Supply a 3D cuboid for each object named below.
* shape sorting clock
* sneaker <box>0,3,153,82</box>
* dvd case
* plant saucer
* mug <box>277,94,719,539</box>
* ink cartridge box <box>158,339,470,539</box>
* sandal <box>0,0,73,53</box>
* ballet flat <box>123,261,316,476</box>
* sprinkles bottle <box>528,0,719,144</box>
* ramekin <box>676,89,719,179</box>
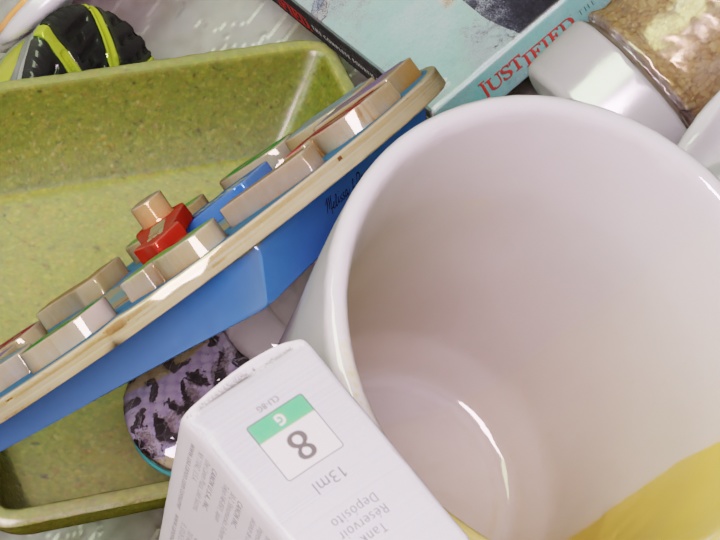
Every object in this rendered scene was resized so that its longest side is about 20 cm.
[{"bbox_3d":[-0.057,-0.006,0.946,0.200,0.039,0.200,-32,8,5],"label":"shape sorting clock"},{"bbox_3d":[-0.129,-0.002,1.170,0.076,0.075,0.201,-21,50,56],"label":"sneaker"},{"bbox_3d":[0.033,-0.141,1.163,0.146,0.022,0.200,-40,41,-6],"label":"dvd case"},{"bbox_3d":[-0.071,0.012,1.083,0.199,0.048,0.200,-9,50,-22],"label":"plant saucer"},{"bbox_3d":[0.030,0.062,0.904,0.153,0.149,0.187,134,154,-59],"label":"mug"},{"bbox_3d":[0.018,0.134,0.833,0.050,0.161,0.200,-35,73,-23],"label":"ink cartridge box"},{"bbox_3d":[-0.106,-0.179,1.245,0.207,0.059,0.079,-57,10,-20],"label":"sandal"},{"bbox_3d":[0.000,0.000,1.031,0.072,0.072,0.200,28,44,37],"label":"ballet flat"},{"bbox_3d":[0.154,-0.112,1.077,0.200,0.068,0.068,-41,51,-1],"label":"sprinkles bottle"},{"bbox_3d":[0.194,0.012,0.963,0.202,0.094,0.203,-13,57,21],"label":"ramekin"}]
